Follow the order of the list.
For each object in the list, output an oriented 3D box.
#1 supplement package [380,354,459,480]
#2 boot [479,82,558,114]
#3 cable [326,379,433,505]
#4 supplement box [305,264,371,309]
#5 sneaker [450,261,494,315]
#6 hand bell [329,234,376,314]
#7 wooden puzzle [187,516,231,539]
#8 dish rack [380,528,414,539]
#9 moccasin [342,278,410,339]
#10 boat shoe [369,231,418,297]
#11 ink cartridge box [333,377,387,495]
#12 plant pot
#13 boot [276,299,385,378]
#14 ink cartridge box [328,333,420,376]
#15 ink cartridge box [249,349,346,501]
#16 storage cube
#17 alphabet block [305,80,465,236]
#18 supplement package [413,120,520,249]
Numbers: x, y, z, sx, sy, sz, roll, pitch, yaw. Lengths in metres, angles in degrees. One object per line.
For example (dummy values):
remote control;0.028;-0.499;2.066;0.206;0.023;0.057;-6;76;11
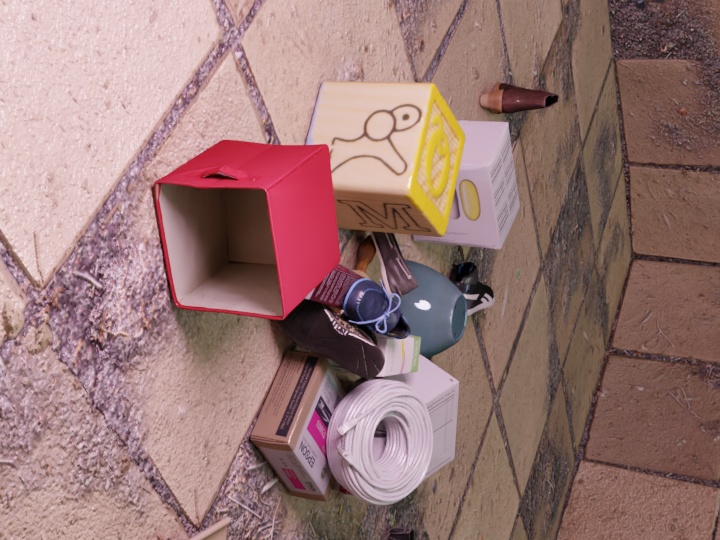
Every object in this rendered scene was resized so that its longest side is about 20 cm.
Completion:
supplement package;0.111;0.286;2.010;0.113;0.109;0.202;-27;132;-33
boot;0.383;-0.397;2.447;0.200;0.164;0.073;-28;121;-61
cable;0.034;0.280;1.708;0.200;0.069;0.202;-42;118;-36
supplement box;-0.069;0.008;1.615;0.061;0.108;0.200;-63;155;4
sneaker;0.259;0.030;2.386;0.200;0.072;0.113;-25;120;-60
hand bell;0.000;0.000;1.830;0.201;0.103;0.105;-73;156;-50
wooden puzzle;-0.246;0.452;1.425;0.185;0.046;0.203;-14;113;-64
dish rack;0.048;0.620;2.087;0.200;0.054;0.155;-32;124;-59
moccasin;0.036;0.062;1.662;0.081;0.068;0.200;-61;156;1
boat shoe;0.052;-0.053;1.862;0.067;0.056;0.202;9;64;-78
ink cartridge box;0.019;0.297;1.845;0.145;0.082;0.203;136;-34;-77
plant pot;0.132;0.085;2.052;0.200;0.133;0.203;-25;118;-61
boot;-0.047;0.094;1.668;0.074;0.199;0.151;-60;179;4
ink cartridge box;0.017;0.141;1.832;0.200;0.116;0.068;4;93;-66
ink cartridge box;-0.086;0.252;1.687;0.201;0.074;0.166;66;37;-49
storage cube;-0.143;-0.059;1.377;0.180;0.169;0.202;-46;135;-55
alphabet block;0.038;-0.181;1.707;0.196;0.198;0.198;40;60;-61
supplement package;0.195;-0.171;2.061;0.148;0.189;0.202;-60;145;-42
